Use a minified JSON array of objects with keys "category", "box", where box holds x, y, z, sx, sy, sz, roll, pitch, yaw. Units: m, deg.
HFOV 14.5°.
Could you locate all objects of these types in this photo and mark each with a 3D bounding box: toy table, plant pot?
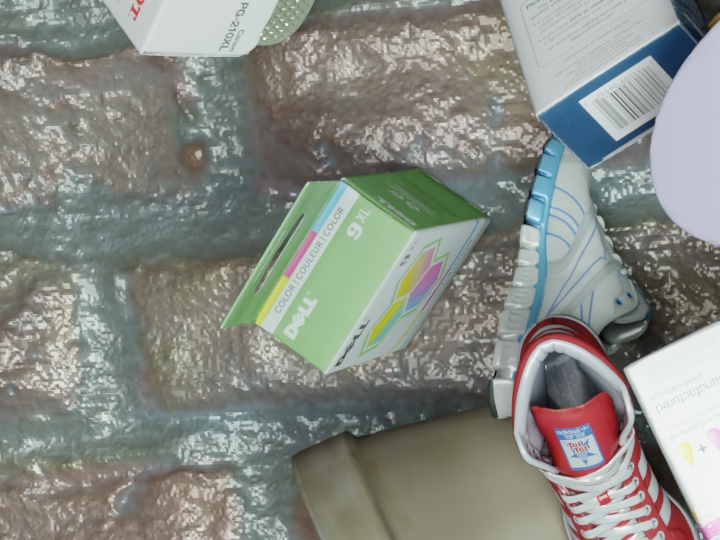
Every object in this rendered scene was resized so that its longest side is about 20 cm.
[{"category":"toy table","box":[0.256,-0.096,1.501,0.200,0.117,0.184,-26,84,27]},{"category":"plant pot","box":[0.079,0.161,1.695,0.173,0.200,0.200,-27,84,1]}]

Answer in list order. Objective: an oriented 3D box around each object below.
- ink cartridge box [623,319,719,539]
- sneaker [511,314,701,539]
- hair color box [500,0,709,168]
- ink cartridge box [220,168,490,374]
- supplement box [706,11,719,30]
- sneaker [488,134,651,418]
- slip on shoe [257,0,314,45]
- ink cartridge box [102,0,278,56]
[{"category":"ink cartridge box","box":[0.245,0.116,1.563,0.128,0.125,0.200,-26,85,5]},{"category":"sneaker","box":[0.137,0.121,1.564,0.071,0.112,0.200,-25,88,6]},{"category":"hair color box","box":[0.137,-0.163,1.649,0.100,0.061,0.200,-32,42,18]},{"category":"ink cartridge box","box":[0.000,0.000,1.691,0.059,0.200,0.104,36,105,14]},{"category":"supplement box","box":[0.297,-0.080,1.623,0.126,0.074,0.200,-26,83,-14]},{"category":"sneaker","box":[0.132,0.005,1.687,0.087,0.075,0.200,8,62,7]},{"category":"slip on shoe","box":[-0.063,-0.242,1.778,0.061,0.074,0.200,9,105,53]},{"category":"ink cartridge box","box":[-0.119,-0.245,1.725,0.200,0.084,0.145,54,131,34]}]
